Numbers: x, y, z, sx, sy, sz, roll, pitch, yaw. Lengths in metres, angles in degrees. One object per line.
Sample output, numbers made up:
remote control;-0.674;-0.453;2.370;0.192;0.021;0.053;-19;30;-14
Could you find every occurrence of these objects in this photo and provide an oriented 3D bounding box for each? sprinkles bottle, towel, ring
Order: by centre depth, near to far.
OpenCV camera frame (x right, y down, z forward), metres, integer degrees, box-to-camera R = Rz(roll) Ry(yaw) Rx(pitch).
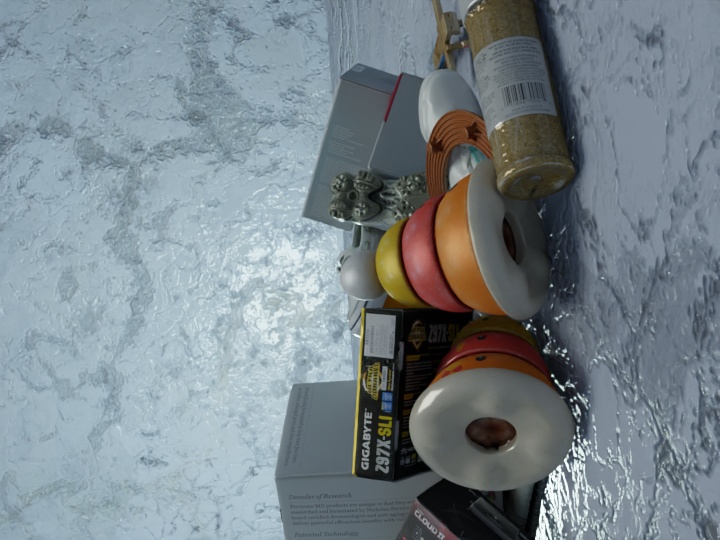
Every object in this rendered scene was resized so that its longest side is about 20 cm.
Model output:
sprinkles bottle;0.134;-0.163;0.869;0.068;0.068;0.201;98;165;-67
ring;0.118;-0.067;1.037;0.201;0.019;0.201;51;151;43
towel;0.162;0.195;1.104;0.193;0.034;0.201;-102;8;-48

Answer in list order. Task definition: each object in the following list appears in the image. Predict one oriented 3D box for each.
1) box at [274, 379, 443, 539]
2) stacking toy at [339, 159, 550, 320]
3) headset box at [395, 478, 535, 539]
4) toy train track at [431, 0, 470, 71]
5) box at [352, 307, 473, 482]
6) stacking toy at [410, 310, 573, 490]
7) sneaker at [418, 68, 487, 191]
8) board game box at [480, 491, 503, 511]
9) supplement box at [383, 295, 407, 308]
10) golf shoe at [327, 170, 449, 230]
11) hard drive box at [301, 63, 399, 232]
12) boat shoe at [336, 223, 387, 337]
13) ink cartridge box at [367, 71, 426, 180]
box;0.012;0.233;1.192;0.199;0.199;0.131;-83;-12;-65
stacking toy;0.063;-0.010;0.928;0.146;0.199;0.147;33;-130;-51
headset box;0.106;0.319;1.032;0.148;0.075;0.201;37;127;26
toy train track;0.110;-0.276;1.214;0.200;0.032;0.115;86;172;-88
box;0.063;0.117;1.000;0.200;0.049;0.161;2;-91;-61
stacking toy;0.125;0.095;0.957;0.200;0.145;0.147;-80;-9;-52
sneaker;0.120;-0.126;1.093;0.088;0.075;0.201;-165;60;-79
board game box;0.130;0.177;1.143;0.126;0.034;0.201;120;147;-83
supplement box;0.053;0.034;1.317;0.126;0.073;0.200;-65;8;3
golf shoe;0.062;-0.077;1.212;0.097;0.199;0.079;21;-97;-66
hard drive box;-0.008;-0.175;1.398;0.156;0.076;0.201;-63;-9;-70
boat shoe;0.000;0.000;1.254;0.074;0.067;0.200;-57;12;40
ink cartridge box;0.061;-0.142;1.326;0.200;0.083;0.146;97;-170;-70
